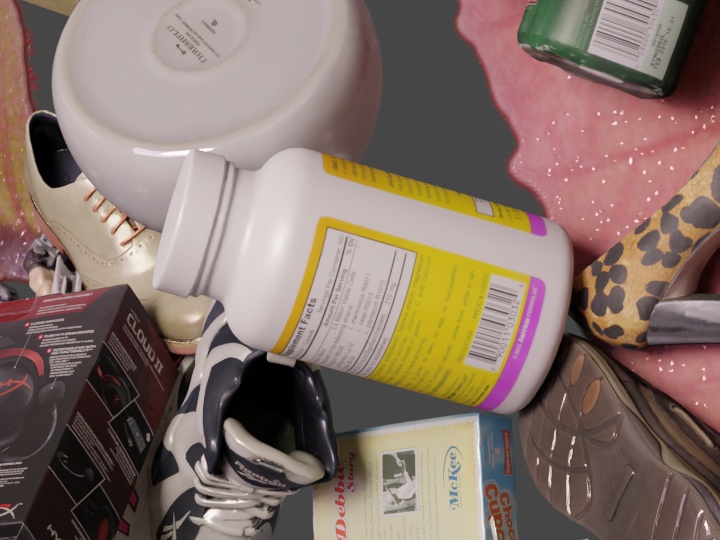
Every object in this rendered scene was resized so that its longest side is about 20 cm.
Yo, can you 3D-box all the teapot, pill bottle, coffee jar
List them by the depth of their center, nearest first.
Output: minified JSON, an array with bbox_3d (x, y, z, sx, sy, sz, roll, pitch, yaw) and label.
[{"bbox_3d":[0.149,-0.191,1.018,0.085,0.104,0.201,20,94,-2],"label":"coffee jar"},{"bbox_3d":[0.000,0.000,1.031,0.104,0.199,0.105,-164,90,-80],"label":"pill bottle"},{"bbox_3d":[-0.074,-0.089,1.156,0.196,0.146,0.201,-3,56,13],"label":"teapot"}]

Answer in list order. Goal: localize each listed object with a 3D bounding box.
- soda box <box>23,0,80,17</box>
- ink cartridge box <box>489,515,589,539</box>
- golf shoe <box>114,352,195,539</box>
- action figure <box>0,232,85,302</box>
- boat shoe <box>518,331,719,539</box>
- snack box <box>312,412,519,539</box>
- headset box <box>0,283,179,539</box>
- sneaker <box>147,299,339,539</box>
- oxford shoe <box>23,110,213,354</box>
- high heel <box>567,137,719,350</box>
[{"bbox_3d":[-0.184,-0.201,1.217,0.068,0.199,0.064,-46,57,22],"label":"soda box"},{"bbox_3d":[0.100,0.195,0.931,0.048,0.200,0.146,-13,70,0],"label":"ink cartridge box"},{"bbox_3d":[-0.122,0.124,1.191,0.092,0.072,0.201,12,89,36],"label":"golf shoe"},{"bbox_3d":[-0.229,0.032,1.299,0.199,0.069,0.131,17,85,34],"label":"action figure"},{"bbox_3d":[0.141,0.100,0.995,0.075,0.073,0.200,-63,32,21],"label":"boat shoe"},{"bbox_3d":[0.030,0.182,1.084,0.116,0.037,0.201,-11,75,36],"label":"snack box"},{"bbox_3d":[-0.197,0.094,1.120,0.148,0.075,0.201,-9,39,23],"label":"headset box"},{"bbox_3d":[-0.064,0.111,1.101,0.130,0.079,0.200,-121,49,-73],"label":"sneaker"},{"bbox_3d":[-0.143,-0.023,1.196,0.071,0.074,0.200,-38,52,-19],"label":"oxford shoe"},{"bbox_3d":[0.159,-0.060,1.005,0.142,0.071,0.201,0,91,32],"label":"high heel"}]
